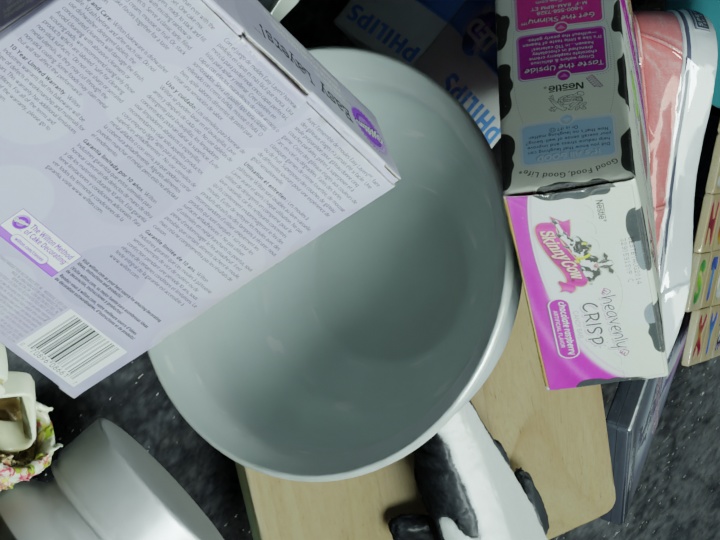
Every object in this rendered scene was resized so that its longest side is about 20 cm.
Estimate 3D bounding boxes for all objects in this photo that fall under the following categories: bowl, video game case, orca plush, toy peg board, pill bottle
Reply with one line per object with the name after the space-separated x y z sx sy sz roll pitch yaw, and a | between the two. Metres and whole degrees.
0.000 0.000 1.409 0.202 0.201 0.090 -60 153 11 | bowl
0.175 0.030 1.715 0.143 0.019 0.201 83 25 -64 | video game case
0.043 0.131 1.519 0.071 0.106 0.200 -14 137 19 | orca plush
0.016 0.064 1.578 0.198 0.098 0.201 -22 128 -15 | toy peg board
-0.163 0.172 1.418 0.200 0.114 0.114 -43 148 1 | pill bottle

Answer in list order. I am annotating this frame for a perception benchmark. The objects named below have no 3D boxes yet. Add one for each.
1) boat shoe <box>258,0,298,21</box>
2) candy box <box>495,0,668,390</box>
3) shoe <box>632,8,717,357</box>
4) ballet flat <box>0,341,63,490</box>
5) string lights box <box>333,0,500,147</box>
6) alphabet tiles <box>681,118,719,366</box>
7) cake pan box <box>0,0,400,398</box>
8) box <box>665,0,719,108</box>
-0.081 -0.099 1.329 0.060 0.075 0.201 20 93 -57 | boat shoe
0.099 -0.065 1.369 0.061 0.201 0.137 -8 138 7 | candy box
0.125 -0.041 1.566 0.090 0.072 0.201 2 109 -14 | shoe
-0.180 0.049 1.320 0.064 0.076 0.200 -9 162 6 | ballet flat
0.086 -0.166 1.480 0.200 0.059 0.103 -51 147 -2 | string lights box
0.217 -0.046 1.720 0.166 0.006 0.201 -6 108 -72 | alphabet tiles
-0.108 -0.049 1.253 0.184 0.052 0.200 -33 135 18 | cake pan box
0.204 -0.193 1.568 0.082 0.049 0.201 -22 123 -36 | box
